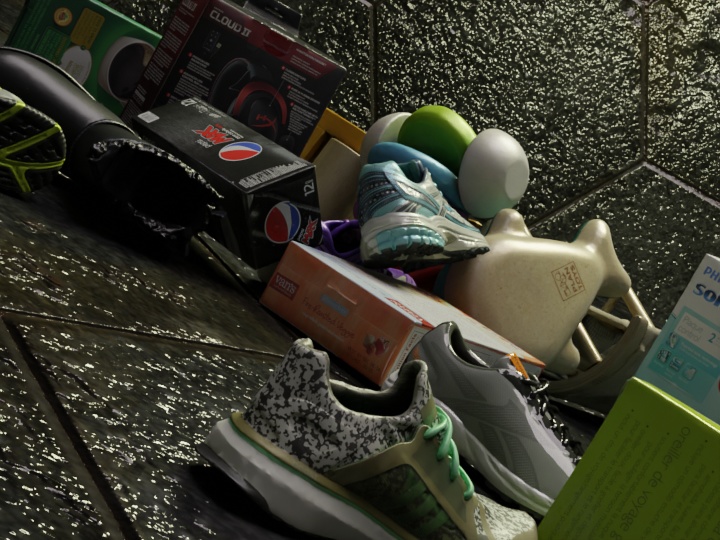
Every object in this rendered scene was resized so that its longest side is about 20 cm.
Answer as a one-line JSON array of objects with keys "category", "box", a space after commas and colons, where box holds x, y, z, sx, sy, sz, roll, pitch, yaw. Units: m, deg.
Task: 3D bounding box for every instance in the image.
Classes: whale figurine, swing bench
[{"category": "whale figurine", "box": [0.150, 0.022, 1.400, 0.104, 0.200, 0.159, -22, -87, 58]}, {"category": "swing bench", "box": [0.236, 0.073, 1.555, 0.199, 0.130, 0.200, 23, 15, -46]}]

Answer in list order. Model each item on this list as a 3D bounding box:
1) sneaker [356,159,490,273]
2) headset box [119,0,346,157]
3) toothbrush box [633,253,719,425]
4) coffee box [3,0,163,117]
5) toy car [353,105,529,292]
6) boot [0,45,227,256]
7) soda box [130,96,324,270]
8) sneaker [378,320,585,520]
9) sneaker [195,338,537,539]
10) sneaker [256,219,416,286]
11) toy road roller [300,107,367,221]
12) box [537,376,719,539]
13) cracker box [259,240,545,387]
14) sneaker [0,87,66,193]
[{"category": "sneaker", "box": [0.051, -0.048, 1.262, 0.078, 0.086, 0.200, -14, -8, 16]}, {"category": "headset box", "box": [-0.119, -0.152, 1.391, 0.149, 0.200, 0.075, 25, 9, -27]}, {"category": "toothbrush box", "box": [0.290, 0.112, 1.198, 0.085, 0.200, 0.146, 22, 11, -47]}, {"category": "coffee box", "box": [-0.230, -0.173, 1.423, 0.200, 0.123, 0.044, 25, 5, -21]}, {"category": "toy car", "box": [0.058, -0.051, 1.461, 0.175, 0.200, 0.150, 17, 30, 39]}, {"category": "boot", "box": [-0.200, -0.090, 1.138, 0.198, 0.073, 0.162, 35, 0, -26]}, {"category": "soda box", "box": [-0.108, -0.073, 1.222, 0.063, 0.071, 0.200, -21, 31, -26]}, {"category": "sneaker", "box": [0.106, 0.105, 1.004, 0.200, 0.079, 0.074, 34, 7, 21]}, {"category": "sneaker", "box": [0.023, 0.090, 0.740, 0.200, 0.089, 0.077, 25, 9, -37]}, {"category": "sneaker", "box": [0.000, 0.000, 1.284, 0.081, 0.083, 0.200, 34, 8, 28]}, {"category": "toy road roller", "box": [-0.043, -0.094, 1.631, 0.200, 0.123, 0.146, 36, -2, 42]}, {"category": "box", "box": [0.200, 0.160, 0.827, 0.200, 0.122, 0.048, 34, 7, 26]}, {"category": "cracker box", "box": [0.035, 0.049, 1.188, 0.134, 0.058, 0.200, 33, 7, 36]}, {"category": "sneaker", "box": [-0.291, -0.114, 1.022, 0.200, 0.075, 0.076, 37, -6, -40]}]
